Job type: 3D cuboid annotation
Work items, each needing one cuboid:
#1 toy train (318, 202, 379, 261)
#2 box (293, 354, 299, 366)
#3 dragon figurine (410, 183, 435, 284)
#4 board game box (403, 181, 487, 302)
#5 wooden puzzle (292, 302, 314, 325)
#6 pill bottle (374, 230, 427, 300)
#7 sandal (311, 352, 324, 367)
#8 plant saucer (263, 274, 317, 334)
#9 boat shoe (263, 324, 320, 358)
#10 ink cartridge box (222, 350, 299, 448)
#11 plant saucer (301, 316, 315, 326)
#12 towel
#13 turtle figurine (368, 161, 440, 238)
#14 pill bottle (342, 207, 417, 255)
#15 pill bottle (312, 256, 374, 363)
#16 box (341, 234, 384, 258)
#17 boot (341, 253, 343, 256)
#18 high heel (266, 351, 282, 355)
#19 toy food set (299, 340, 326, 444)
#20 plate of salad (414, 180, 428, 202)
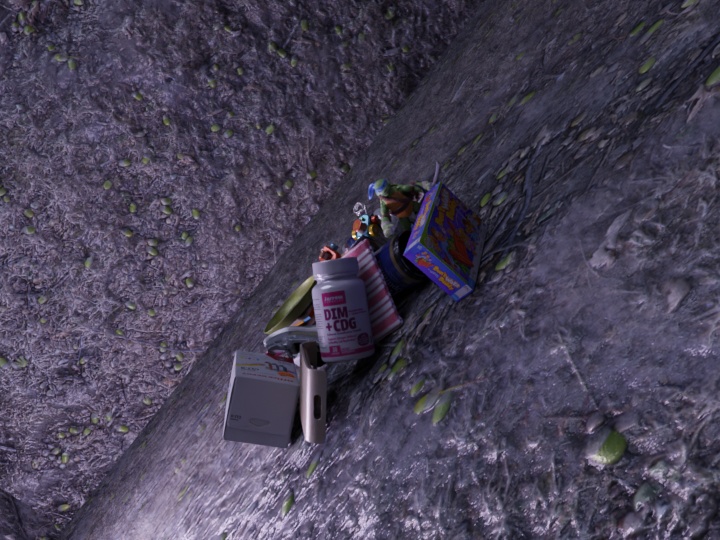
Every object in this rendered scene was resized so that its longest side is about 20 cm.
[{"bbox_3d":[-0.038,-0.078,1.646,0.150,0.055,0.202,40,103,40],"label":"toy train"},{"bbox_3d":[-0.091,0.152,1.677,0.144,0.036,0.201,-31,22,56],"label":"box"},{"bbox_3d":[0.140,-0.077,1.273,0.058,0.203,0.099,-16,9,38],"label":"dragon figurine"},{"bbox_3d":[0.162,-0.057,1.189,0.045,0.134,0.201,-39,18,39],"label":"board game box"},{"bbox_3d":[-0.140,0.088,1.735,0.201,0.037,0.185,-54,12,-31],"label":"wooden puzzle"},{"bbox_3d":[0.062,0.007,1.397,0.200,0.111,0.112,-38,18,44],"label":"pill bottle"},{"bbox_3d":[-0.071,0.142,1.569,0.045,0.075,0.202,-34,29,57],"label":"sandal"},{"bbox_3d":[-0.170,0.093,1.649,0.200,0.031,0.200,-46,10,10],"label":"plant saucer"},{"bbox_3d":[-0.130,0.170,1.501,0.075,0.199,0.066,72,-167,-61],"label":"boat shoe"},{"bbox_3d":[-0.222,0.282,1.433,0.200,0.143,0.147,-137,58,-76],"label":"ink cartridge box"},{"bbox_3d":[-0.122,0.122,1.717,0.201,0.034,0.201,-49,13,15],"label":"plant saucer"},{"bbox_3d":[0.009,0.054,1.362,0.030,0.202,0.146,-8,-22,-44],"label":"towel"},{"bbox_3d":[0.119,-0.121,1.419,0.198,0.193,0.146,0,63,43],"label":"turtle figurine"},{"bbox_3d":[0.052,-0.091,1.685,0.200,0.111,0.111,-46,14,19],"label":"pill bottle"},{"bbox_3d":[-0.039,0.079,1.312,0.111,0.203,0.113,-9,-1,0],"label":"pill bottle"},{"bbox_3d":[0.000,0.000,1.552,0.159,0.048,0.200,-48,-18,10],"label":"box"},{"bbox_3d":[-0.031,-0.037,1.898,0.200,0.073,0.156,-40,17,32],"label":"boot"},{"bbox_3d":[-0.222,0.201,1.907,0.096,0.067,0.201,-48,-6,-36],"label":"high heel"},{"bbox_3d":[-0.089,0.240,1.301,0.200,0.059,0.146,-136,47,-76],"label":"toy food set"},{"bbox_3d":[0.121,-0.186,1.852,0.200,0.048,0.200,-48,13,15],"label":"plate of salad"}]
